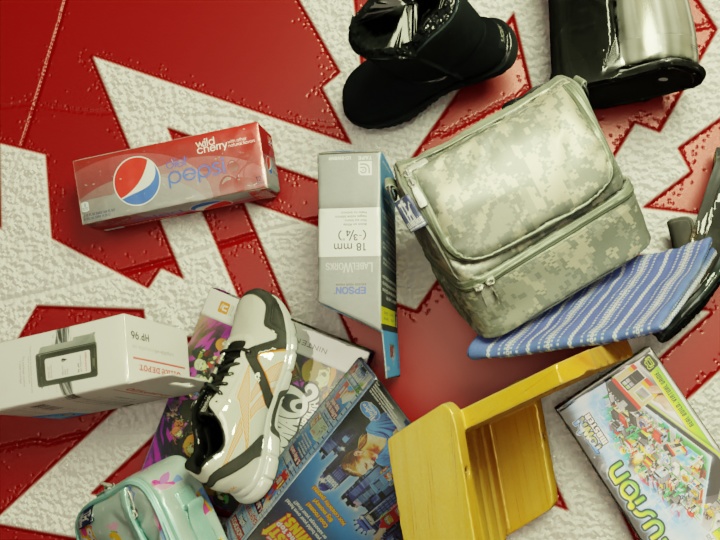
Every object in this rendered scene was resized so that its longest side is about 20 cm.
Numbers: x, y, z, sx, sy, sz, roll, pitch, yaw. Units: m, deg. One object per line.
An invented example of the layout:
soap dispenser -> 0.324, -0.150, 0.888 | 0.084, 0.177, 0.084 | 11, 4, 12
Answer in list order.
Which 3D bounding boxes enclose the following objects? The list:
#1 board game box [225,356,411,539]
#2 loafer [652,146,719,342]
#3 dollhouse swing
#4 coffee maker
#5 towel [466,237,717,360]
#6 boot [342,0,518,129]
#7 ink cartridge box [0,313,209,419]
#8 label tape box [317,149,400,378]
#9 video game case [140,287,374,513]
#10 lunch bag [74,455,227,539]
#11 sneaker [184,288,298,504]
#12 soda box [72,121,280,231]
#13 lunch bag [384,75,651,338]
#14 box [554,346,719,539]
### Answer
board game box -> -0.016, 0.223, 0.938 | 0.199, 0.062, 0.201 | -37, 111, -3
loafer -> 0.321, -0.025, 0.945 | 0.072, 0.073, 0.201 | 33, 80, 18
dollhouse swing -> 0.150, 0.167, 0.854 | 0.174, 0.199, 0.184 | -13, 84, 28
coffee maker -> 0.218, -0.263, 0.943 | 0.189, 0.135, 0.203 | -6, 83, 9
towel -> 0.199, 0.026, 0.878 | 0.199, 0.145, 0.024 | -14, 109, 44
boot -> 0.031, -0.201, 0.921 | 0.198, 0.167, 0.077 | -16, 78, 30
ink cartridge box -> -0.243, 0.092, 0.962 | 0.197, 0.116, 0.069 | -12, 75, 18
label tape box -> 0.000, 0.000, 0.943 | 0.062, 0.144, 0.203 | -1, 85, 7
video game case -> -0.103, 0.142, 0.999 | 0.179, 0.036, 0.202 | 21, 88, 10
lunch bag -> -0.183, 0.281, 0.939 | 0.160, 0.077, 0.202 | -33, 82, 44
sneaker -> -0.111, 0.107, 0.922 | 0.073, 0.080, 0.203 | -19, 58, 42
soda box -> -0.186, -0.094, 1.018 | 0.197, 0.063, 0.071 | -10, 84, 6
lunch bag -> 0.137, -0.062, 0.900 | 0.198, 0.140, 0.169 | -29, 112, -1
box -> 0.284, 0.186, 0.943 | 0.109, 0.035, 0.201 | -34, 82, 4
